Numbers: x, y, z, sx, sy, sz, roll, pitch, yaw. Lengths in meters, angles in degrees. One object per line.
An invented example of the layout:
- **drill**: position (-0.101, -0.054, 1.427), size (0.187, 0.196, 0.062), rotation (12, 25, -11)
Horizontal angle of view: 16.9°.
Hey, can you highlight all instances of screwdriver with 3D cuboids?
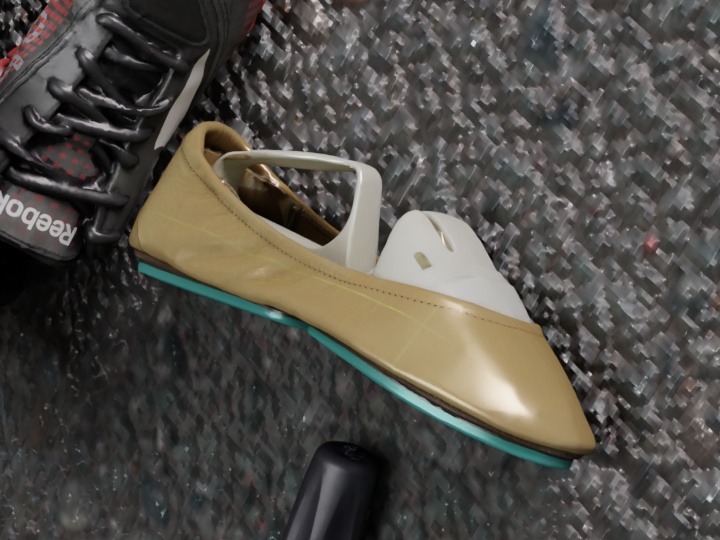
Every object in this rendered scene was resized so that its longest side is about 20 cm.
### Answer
- **screwdriver**: position (-0.031, 0.149, 0.830), size (0.029, 0.028, 0.200), rotation (-117, 42, -62)

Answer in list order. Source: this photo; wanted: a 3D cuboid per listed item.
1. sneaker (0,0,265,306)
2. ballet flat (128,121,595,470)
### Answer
- **sneaker**: position (-0.092, -0.057, 0.827), size (0.200, 0.071, 0.098), rotation (-42, 29, 38)
- **ballet flat**: position (0.000, 0.000, 0.767), size (0.200, 0.069, 0.063), rotation (24, 95, 39)
